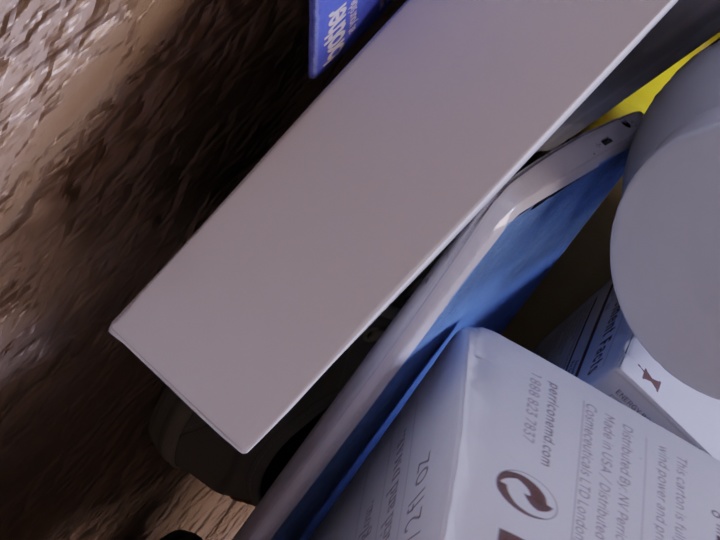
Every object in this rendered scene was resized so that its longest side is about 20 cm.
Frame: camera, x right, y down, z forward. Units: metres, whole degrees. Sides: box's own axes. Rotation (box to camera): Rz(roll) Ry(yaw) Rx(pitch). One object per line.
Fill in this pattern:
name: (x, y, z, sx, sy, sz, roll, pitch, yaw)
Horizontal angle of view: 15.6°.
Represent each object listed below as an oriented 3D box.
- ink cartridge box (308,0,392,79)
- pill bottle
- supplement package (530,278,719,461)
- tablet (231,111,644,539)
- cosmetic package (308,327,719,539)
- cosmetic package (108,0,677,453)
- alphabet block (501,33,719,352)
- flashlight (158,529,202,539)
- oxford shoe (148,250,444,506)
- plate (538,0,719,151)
ink cartridge box: (0.044, -0.141, 0.586, 0.200, 0.042, 0.119, -49, 170, -13)
pill bottle: (0.145, -0.029, 0.804, 0.112, 0.112, 0.200, -55, 171, 27)
supplement package: (0.064, 0.104, 0.880, 0.200, 0.110, 0.114, -43, -173, 27)
tablet: (0.012, 0.037, 0.806, 0.200, 0.014, 0.130, -54, 168, 26)
cosmetic package: (0.042, 0.162, 0.751, 0.200, 0.165, 0.165, -55, -170, 28)
cosmetic package: (0.031, -0.053, 0.678, 0.200, 0.052, 0.151, -47, 179, 12)
alphabet block: (0.128, 0.047, 1.007, 0.200, 0.196, 0.195, -56, -179, 27)
flashlight: (-0.119, 0.171, 0.916, 0.200, 0.068, 0.068, -35, -178, -35)
oxford shoe: (0.000, 0.000, 0.822, 0.075, 0.058, 0.200, -28, 154, -55)
plate: (0.127, -0.105, 0.870, 0.199, 0.032, 0.200, -35, 180, 41)
